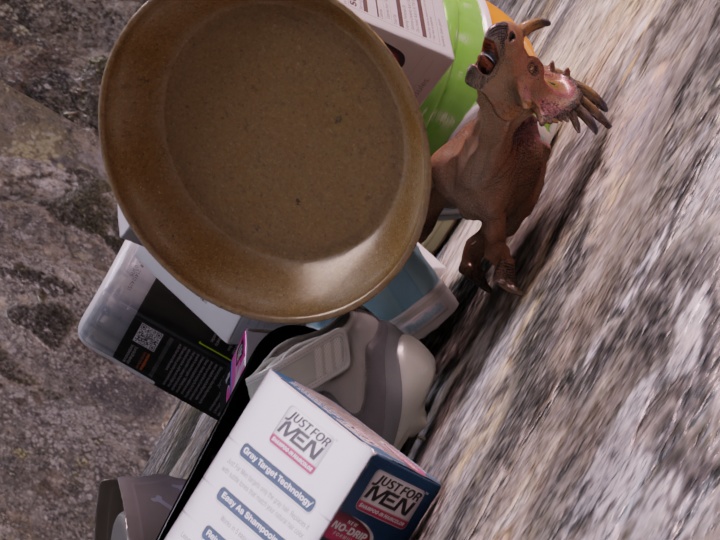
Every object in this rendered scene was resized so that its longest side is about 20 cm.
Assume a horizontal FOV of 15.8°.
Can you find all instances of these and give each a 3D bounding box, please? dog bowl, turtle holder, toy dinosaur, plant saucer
[{"bbox_3d":[-0.120,0.215,1.554,0.200,0.058,0.201,180,90,-77],"label":"dog bowl"},{"bbox_3d":[0.040,-0.083,1.601,0.141,0.131,0.186,22,91,66],"label":"turtle holder"},{"bbox_3d":[0.079,-0.064,1.447,0.136,0.086,0.200,-61,1,-3],"label":"toy dinosaur"},{"bbox_3d":[-0.047,-0.070,1.408,0.201,0.200,0.035,-58,-9,32],"label":"plant saucer"}]

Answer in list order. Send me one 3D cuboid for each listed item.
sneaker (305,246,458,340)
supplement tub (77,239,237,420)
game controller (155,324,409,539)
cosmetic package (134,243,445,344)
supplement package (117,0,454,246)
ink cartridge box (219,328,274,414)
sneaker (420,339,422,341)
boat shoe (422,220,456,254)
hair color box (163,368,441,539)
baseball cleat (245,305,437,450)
[{"bbox_3d":[0.000,0.000,1.566,0.074,0.082,0.200,-34,8,-16],"label":"sneaker"},{"bbox_3d":[-0.087,0.043,1.823,0.123,0.199,0.123,-59,4,7],"label":"supplement tub"},{"bbox_3d":[-0.044,0.126,1.473,0.042,0.104,0.201,80,-148,-60],"label":"game controller"},{"bbox_3d":[-0.043,-0.006,1.713,0.200,0.102,0.074,-1,-53,-56],"label":"cosmetic package"},{"bbox_3d":[-0.051,-0.116,1.521,0.200,0.111,0.156,-54,28,32],"label":"supplement package"},{"bbox_3d":[-0.065,0.144,1.544,0.095,0.037,0.201,120,152,-64],"label":"ink cartridge box"},{"bbox_3d":[-0.027,0.078,1.682,0.200,0.086,0.075,-52,8,51],"label":"sneaker"},{"bbox_3d":[0.031,-0.044,1.896,0.200,0.065,0.072,-53,9,49],"label":"boat shoe"},{"bbox_3d":[-0.054,0.163,1.327,0.100,0.060,0.200,35,94,46],"label":"hair color box"},{"bbox_3d":[-0.032,0.111,1.414,0.070,0.106,0.201,-25,36,57],"label":"baseball cleat"}]
